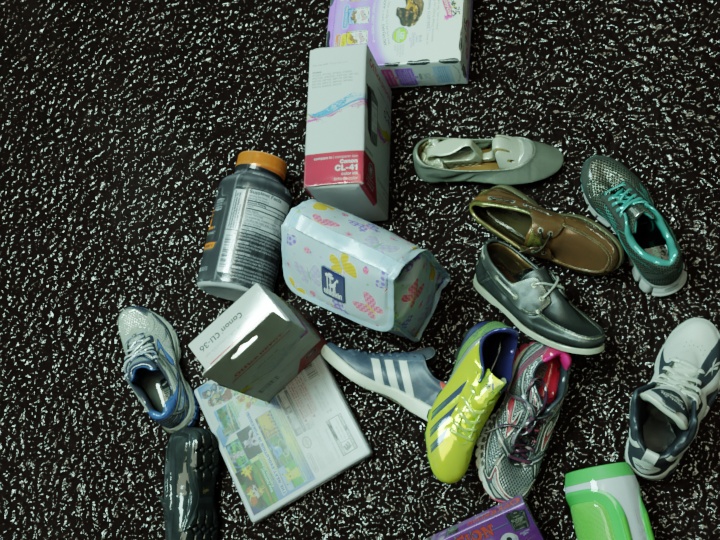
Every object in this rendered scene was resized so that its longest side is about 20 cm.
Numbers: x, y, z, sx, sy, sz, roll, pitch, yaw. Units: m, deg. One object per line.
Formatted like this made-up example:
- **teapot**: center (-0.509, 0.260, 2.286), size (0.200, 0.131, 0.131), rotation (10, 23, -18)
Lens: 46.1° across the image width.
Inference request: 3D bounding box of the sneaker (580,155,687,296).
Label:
- **sneaker**: center (0.337, -0.068, 1.036), size (0.077, 0.091, 0.200), rotation (-31, 68, 5)

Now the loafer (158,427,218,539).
- **loafer**: center (-0.228, 0.308, 1.108), size (0.070, 0.068, 0.201), rotation (-9, 73, 33)

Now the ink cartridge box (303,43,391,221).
- **ink cartridge box**: center (-0.014, -0.180, 1.142), size (0.085, 0.148, 0.201), rotation (-1, 75, 16)

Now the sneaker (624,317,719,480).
- **sneaker**: center (0.355, 0.136, 0.948), size (0.079, 0.130, 0.199), rotation (30, 84, 21)

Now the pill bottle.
- **pill bottle**: center (-0.154, -0.062, 1.171), size (0.106, 0.106, 0.201), rotation (6, 75, 18)

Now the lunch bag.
- **lunch bag**: center (0.000, 0.000, 1.056), size (0.169, 0.200, 0.127), rotation (25, 82, 21)

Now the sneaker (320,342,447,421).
- **sneaker**: center (0.049, 0.124, 1.076), size (0.200, 0.075, 0.085), rotation (26, 84, 12)

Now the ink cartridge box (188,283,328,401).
- **ink cartridge box**: center (-0.128, 0.088, 1.043), size (0.116, 0.200, 0.068), rotation (-43, 68, 0)

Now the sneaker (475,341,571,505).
- **sneaker**: center (0.193, 0.177, 0.999), size (0.080, 0.075, 0.201), rotation (18, 79, -12)

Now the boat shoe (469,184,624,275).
- **boat shoe**: center (0.226, -0.042, 1.061), size (0.200, 0.068, 0.072), rotation (27, 121, 29)

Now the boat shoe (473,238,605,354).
- **boat shoe**: center (0.214, 0.032, 1.021), size (0.072, 0.068, 0.200), rotation (-15, 40, -34)

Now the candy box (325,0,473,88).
- **candy box**: center (0.057, -0.351, 1.213), size (0.199, 0.072, 0.168), rotation (1, 74, 17)

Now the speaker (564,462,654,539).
- **speaker**: center (0.287, 0.320, 0.938), size (0.088, 0.088, 0.201), rotation (-14, 70, 12)

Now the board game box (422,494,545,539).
- **board game box**: center (0.124, 0.354, 0.979), size (0.200, 0.032, 0.120), rotation (-28, 94, 7)

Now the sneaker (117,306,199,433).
- **sneaker**: center (-0.288, 0.127, 1.165), size (0.077, 0.085, 0.200), rotation (-34, 67, 4)

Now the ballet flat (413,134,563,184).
- **ballet flat**: center (0.166, -0.150, 1.122), size (0.199, 0.064, 0.068), rotation (-1, 61, 16)

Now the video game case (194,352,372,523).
- **video game case**: center (-0.106, 0.200, 1.124), size (0.182, 0.022, 0.200), rotation (-31, 69, 5)

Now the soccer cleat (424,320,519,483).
- **soccer cleat**: center (0.132, 0.150, 0.990), size (0.065, 0.084, 0.201), rotation (28, 72, -23)
